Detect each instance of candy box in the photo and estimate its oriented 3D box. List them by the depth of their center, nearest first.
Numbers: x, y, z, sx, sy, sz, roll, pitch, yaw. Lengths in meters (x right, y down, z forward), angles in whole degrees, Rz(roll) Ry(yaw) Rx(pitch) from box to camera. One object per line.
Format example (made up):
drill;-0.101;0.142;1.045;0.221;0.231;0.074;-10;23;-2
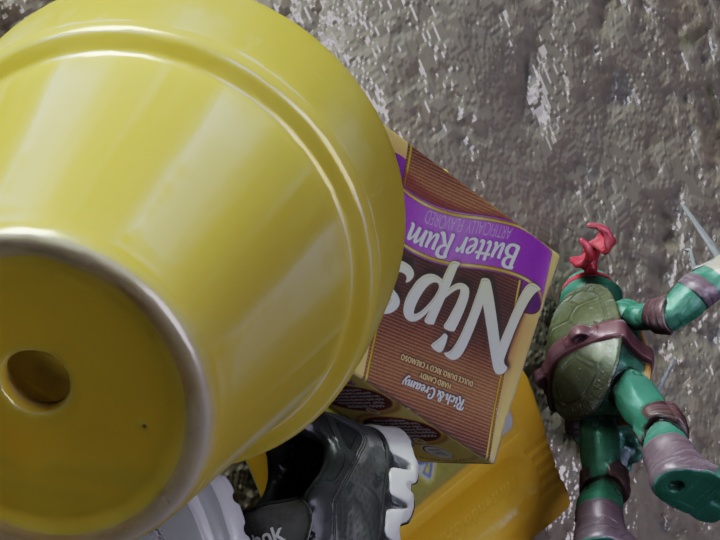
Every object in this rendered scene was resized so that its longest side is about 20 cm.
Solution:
candy box;0.000;0.000;1.083;0.200;0.056;0.117;35;65;-35

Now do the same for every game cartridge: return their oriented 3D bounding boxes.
game cartridge;0.017;0.074;1.152;0.176;0.032;0.200;-35;109;-39

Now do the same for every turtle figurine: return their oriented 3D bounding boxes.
turtle figurine;0.143;0.060;1.221;0.101;0.150;0.200;12;43;-12

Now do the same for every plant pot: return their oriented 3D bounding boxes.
plant pot;-0.096;0.007;0.890;0.189;0.201;0.201;-63;133;-64

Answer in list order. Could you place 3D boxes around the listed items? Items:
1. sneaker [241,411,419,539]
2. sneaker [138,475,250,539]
sneaker;-0.021;0.144;1.023;0.090;0.066;0.200;31;44;-36
sneaker;-0.077;0.186;0.985;0.082;0.075;0.200;-10;69;-27
